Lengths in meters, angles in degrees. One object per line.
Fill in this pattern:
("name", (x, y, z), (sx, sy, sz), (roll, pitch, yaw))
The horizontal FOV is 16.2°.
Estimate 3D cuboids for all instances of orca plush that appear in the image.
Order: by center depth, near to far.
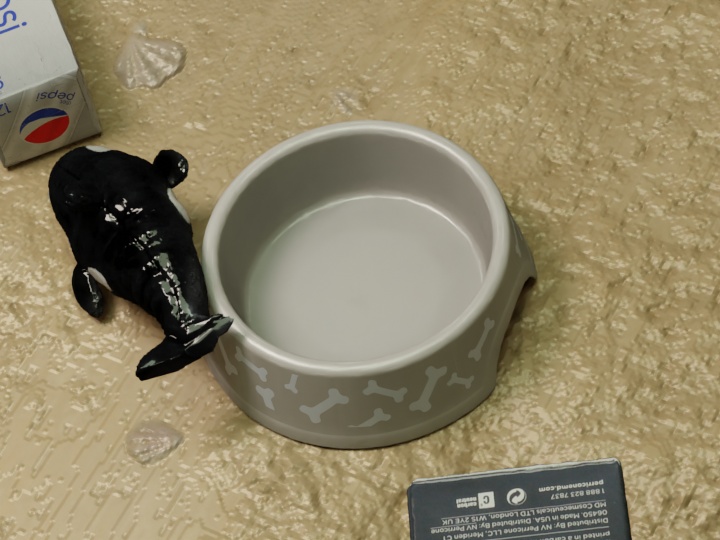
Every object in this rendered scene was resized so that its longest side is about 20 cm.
("orca plush", (-0.146, -0.016, 1.427), (0.105, 0.071, 0.201), (-44, 42, 24))

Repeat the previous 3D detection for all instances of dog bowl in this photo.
("dog bowl", (0.000, 0.000, 1.429), (0.199, 0.059, 0.201), (-4, 55, 5))

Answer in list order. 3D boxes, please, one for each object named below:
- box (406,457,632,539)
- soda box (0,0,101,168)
("box", (0.087, 0.216, 1.205), (0.106, 0.149, 0.201), (-7, 53, 4))
("soda box", (-0.225, -0.163, 1.576), (0.068, 0.064, 0.201), (-22, 54, -5))
